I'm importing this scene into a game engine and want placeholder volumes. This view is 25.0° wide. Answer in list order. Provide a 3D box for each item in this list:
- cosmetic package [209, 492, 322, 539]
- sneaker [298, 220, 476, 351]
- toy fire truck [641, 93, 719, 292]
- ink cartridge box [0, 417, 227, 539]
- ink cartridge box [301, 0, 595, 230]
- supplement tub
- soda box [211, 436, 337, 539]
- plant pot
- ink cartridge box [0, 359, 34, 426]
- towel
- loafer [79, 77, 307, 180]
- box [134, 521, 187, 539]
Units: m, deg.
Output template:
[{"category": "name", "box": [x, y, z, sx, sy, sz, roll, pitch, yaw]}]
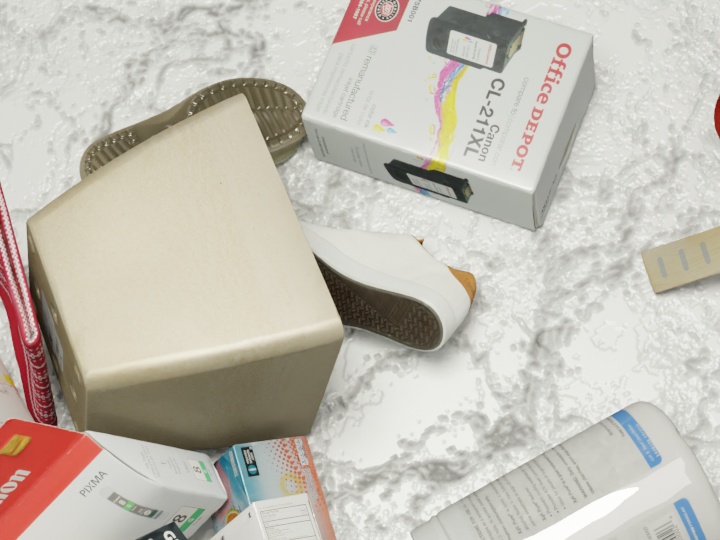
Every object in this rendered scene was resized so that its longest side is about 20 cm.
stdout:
[{"category": "cosmetic package", "box": [-0.091, 0.234, 1.137, 0.050, 0.200, 0.083, -2, 61, -36]}, {"category": "sneaker", "box": [0.000, 0.000, 1.280, 0.198, 0.073, 0.085, 24, 41, 23]}, {"category": "toy fire truck", "box": [0.308, -0.075, 1.236, 0.198, 0.129, 0.178, -18, 69, -9]}, {"category": "ink cartridge box", "box": [-0.212, 0.182, 1.139, 0.161, 0.199, 0.050, -45, 57, 18]}, {"category": "ink cartridge box", "box": [0.074, -0.139, 1.297, 0.198, 0.083, 0.147, 19, 74, 14]}, {"category": "supplement tub", "box": [0.149, 0.193, 1.146, 0.198, 0.132, 0.133, -27, 69, -2]}, {"category": "soda box", "box": [-0.053, 0.227, 1.185, 0.068, 0.064, 0.202, -3, 64, -34]}, {"category": "plant pot", "box": [-0.140, 0.026, 1.183, 0.175, 0.200, 0.202, -18, 68, -18]}, {"category": "ink cartridge box", "box": [-0.338, 0.130, 1.215, 0.144, 0.147, 0.201, -36, 69, 7]}, {"category": "towel", "box": [-0.259, 0.029, 1.227, 0.022, 0.200, 0.146, -15, 69, -13]}, {"category": "loafer", "box": [-0.134, -0.098, 1.322, 0.198, 0.068, 0.076, -18, 70, -16]}, {"category": "box", "box": [-0.133, 0.294, 1.122, 0.046, 0.201, 0.159, -20, 62, -42]}]
